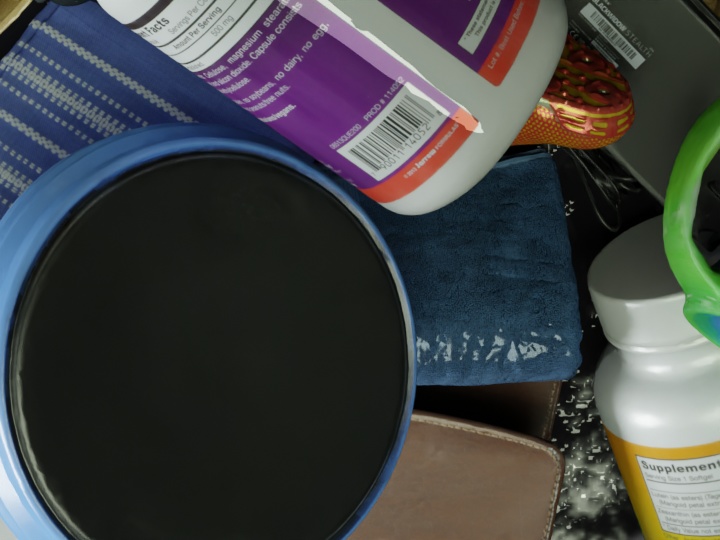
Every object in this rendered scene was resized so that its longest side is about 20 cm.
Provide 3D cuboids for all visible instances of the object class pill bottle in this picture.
[{"bbox_3d":[0.174,0.076,1.179,0.110,0.111,0.201,-19,115,6],"label":"pill bottle"},{"bbox_3d":[-0.025,-0.117,0.972,0.200,0.113,0.113,35,109,-17],"label":"pill bottle"}]

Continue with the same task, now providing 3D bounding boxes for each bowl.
[{"bbox_3d":[-0.065,0.040,1.032,0.199,0.039,0.202,-1,93,-27],"label":"bowl"}]

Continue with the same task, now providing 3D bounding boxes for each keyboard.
[{"bbox_3d":[0.106,-0.099,1.121,0.200,0.040,0.104,46,115,-1],"label":"keyboard"}]

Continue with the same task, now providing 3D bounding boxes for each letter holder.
[{"bbox_3d":[-0.007,0.056,1.168,0.199,0.101,0.143,7,113,-6],"label":"letter holder"}]

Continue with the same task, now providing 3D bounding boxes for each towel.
[{"bbox_3d":[0.000,0.000,1.129,0.199,0.112,0.049,0,147,-10],"label":"towel"},{"bbox_3d":[-0.126,-0.013,1.078,0.144,0.024,0.200,32,75,16],"label":"towel"}]

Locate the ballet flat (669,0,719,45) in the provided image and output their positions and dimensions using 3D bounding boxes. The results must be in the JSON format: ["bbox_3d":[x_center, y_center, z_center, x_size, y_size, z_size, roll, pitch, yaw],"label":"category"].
[{"bbox_3d":[0.142,-0.152,1.100,0.072,0.068,0.201,-19,117,29],"label":"ballet flat"}]

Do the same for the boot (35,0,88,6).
[{"bbox_3d":[-0.033,-0.151,1.065,0.168,0.077,0.200,29,127,-19],"label":"boot"}]

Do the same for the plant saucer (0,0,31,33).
[{"bbox_3d":[-0.201,-0.171,1.044,0.199,0.035,0.202,-1,85,12],"label":"plant saucer"}]

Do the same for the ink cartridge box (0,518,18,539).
[{"bbox_3d":[-0.189,0.064,1.170,0.145,0.086,0.201,-2,117,-2],"label":"ink cartridge box"}]

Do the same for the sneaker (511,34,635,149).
[{"bbox_3d":[0.027,-0.074,1.103,0.199,0.073,0.078,10,118,26],"label":"sneaker"}]

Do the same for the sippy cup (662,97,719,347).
[{"bbox_3d":[0.222,-0.010,1.051,0.178,0.139,0.131,35,81,-49],"label":"sippy cup"}]
